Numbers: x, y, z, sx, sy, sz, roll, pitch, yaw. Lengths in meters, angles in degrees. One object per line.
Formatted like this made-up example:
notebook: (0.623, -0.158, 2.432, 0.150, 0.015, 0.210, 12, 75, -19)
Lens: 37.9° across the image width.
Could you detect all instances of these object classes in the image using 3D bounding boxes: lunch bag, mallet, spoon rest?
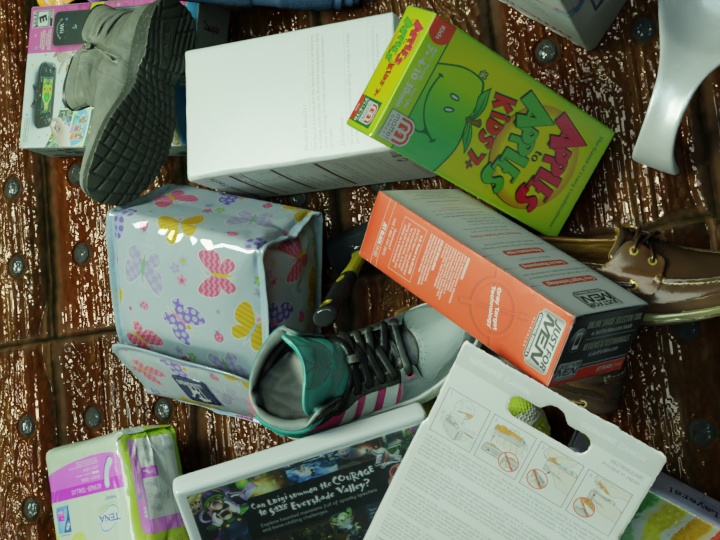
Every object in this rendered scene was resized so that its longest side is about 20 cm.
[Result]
lunch bag: (-0.127, 0.041, 0.932, 0.169, 0.127, 0.201, 14, 118, 23)
mallet: (0.000, 0.000, 0.861, 0.066, 0.200, 0.041, -23, 103, 9)
spoon rest: (0.270, -0.178, 0.832, 0.099, 0.061, 0.201, 22, 95, 22)

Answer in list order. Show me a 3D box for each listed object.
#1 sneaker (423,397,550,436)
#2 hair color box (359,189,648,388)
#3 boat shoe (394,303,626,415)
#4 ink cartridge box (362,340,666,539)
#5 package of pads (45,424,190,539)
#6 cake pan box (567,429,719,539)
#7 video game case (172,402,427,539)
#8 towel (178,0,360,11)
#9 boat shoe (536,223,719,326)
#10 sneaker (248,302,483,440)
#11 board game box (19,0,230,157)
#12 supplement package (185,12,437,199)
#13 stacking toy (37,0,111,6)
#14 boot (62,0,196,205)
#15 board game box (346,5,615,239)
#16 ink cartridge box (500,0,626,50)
sneaker: (0.070, 0.161, 0.875, 0.199, 0.076, 0.106, -5, 107, 41)
hair color box: (0.104, 0.006, 0.796, 0.200, 0.101, 0.062, 36, 118, 38)
boat shoe: (0.118, 0.074, 0.864, 0.199, 0.070, 0.071, 10, 114, 30)
ink cartridge box: (0.106, 0.167, 0.759, 0.160, 0.050, 0.201, 29, 109, 14)
package of pads: (-0.216, 0.249, 0.960, 0.154, 0.068, 0.201, -20, 77, 44)
cake pan box: (0.200, 0.248, 0.795, 0.184, 0.052, 0.201, 29, 109, 14)
video game case: (-0.028, 0.209, 0.833, 0.199, 0.023, 0.183, -16, 119, -6)
towel: (-0.098, -0.294, 0.955, 0.199, 0.049, 0.112, 1, 87, -12)
boat shoe: (0.214, 0.000, 0.823, 0.199, 0.072, 0.068, -2, 112, 24)
sneaker: (-0.008, 0.071, 0.811, 0.199, 0.121, 0.084, -29, 69, 16)
board game box: (-0.233, -0.188, 1.036, 0.199, 0.064, 0.149, 2, 86, 21)
supplement package: (-0.041, -0.137, 0.924, 0.199, 0.117, 0.118, -5, 82, 21)
stacking toy: (-0.253, -0.306, 1.047, 0.199, 0.116, 0.110, -17, 84, 34)
boot: (-0.225, -0.151, 0.947, 0.130, 0.068, 0.201, 4, 71, 43)
board game box: (0.098, -0.112, 0.828, 0.102, 0.199, 0.048, -61, 31, 6)
ink cartridge box: (0.130, -0.267, 0.823, 0.145, 0.200, 0.088, 37, 96, 22)
